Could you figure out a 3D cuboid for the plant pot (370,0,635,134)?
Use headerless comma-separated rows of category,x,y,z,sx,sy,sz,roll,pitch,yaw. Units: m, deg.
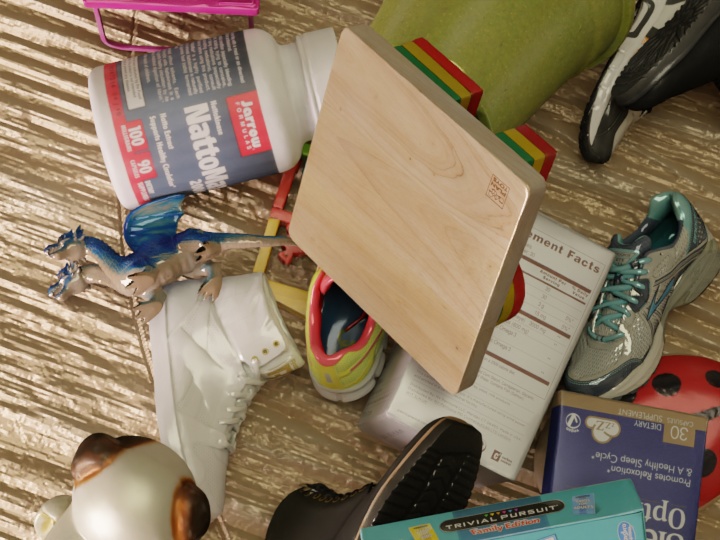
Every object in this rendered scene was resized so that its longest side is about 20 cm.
plant pot,0.087,-0.181,1.514,0.200,0.200,0.184,33,56,5

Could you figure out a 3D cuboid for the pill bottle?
pill bottle,-0.108,-0.129,1.548,0.200,0.120,0.120,-15,78,0

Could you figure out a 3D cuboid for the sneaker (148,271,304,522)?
sneaker,-0.100,0.097,1.521,0.115,0.074,0.200,-10,76,7

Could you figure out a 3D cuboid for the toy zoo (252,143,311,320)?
toy zoo,-0.011,-0.031,1.591,0.131,0.020,0.200,17,76,1

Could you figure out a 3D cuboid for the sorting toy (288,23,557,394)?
sorting toy,0.053,-0.051,1.403,0.070,0.199,0.200,-21,52,-37

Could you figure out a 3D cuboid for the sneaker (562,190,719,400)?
sneaker,0.212,0.017,1.540,0.078,0.086,0.200,11,53,39

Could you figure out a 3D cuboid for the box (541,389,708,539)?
box,0.194,0.200,1.463,0.121,0.032,0.200,11,78,-9

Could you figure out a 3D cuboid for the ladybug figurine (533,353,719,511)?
ladybug figurine,0.236,0.134,1.541,0.200,0.072,0.136,-25,79,-9

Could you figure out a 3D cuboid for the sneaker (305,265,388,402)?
sneaker,0.000,0.000,1.522,0.078,0.090,0.200,5,76,13

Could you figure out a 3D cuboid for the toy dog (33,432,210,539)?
toy dog,-0.198,0.213,1.426,0.139,0.194,0.200,32,96,13

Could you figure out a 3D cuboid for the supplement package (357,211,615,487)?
supplement package,0.098,0.056,1.522,0.117,0.117,0.200,27,76,-5

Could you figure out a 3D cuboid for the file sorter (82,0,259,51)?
file sorter,-0.148,-0.289,1.590,0.139,0.125,0.200,2,76,-2

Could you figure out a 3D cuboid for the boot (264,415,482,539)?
boot,-0.002,0.172,1.460,0.077,0.138,0.200,26,101,-38

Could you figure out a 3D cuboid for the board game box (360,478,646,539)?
board game box,0.111,0.242,1.394,0.200,0.047,0.151,-10,114,-1

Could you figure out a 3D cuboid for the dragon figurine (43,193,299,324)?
dragon figurine,-0.153,-0.019,1.525,0.200,0.059,0.099,-24,44,-11

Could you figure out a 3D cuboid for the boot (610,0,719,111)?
boot,0.320,-0.127,1.580,0.165,0.066,0.200,-46,105,-18

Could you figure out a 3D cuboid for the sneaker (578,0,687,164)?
sneaker,0.248,-0.172,1.614,0.080,0.074,0.200,29,77,1
